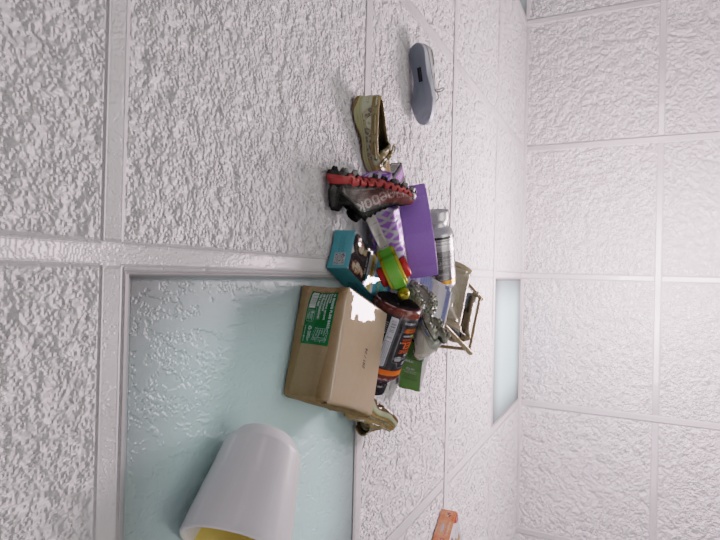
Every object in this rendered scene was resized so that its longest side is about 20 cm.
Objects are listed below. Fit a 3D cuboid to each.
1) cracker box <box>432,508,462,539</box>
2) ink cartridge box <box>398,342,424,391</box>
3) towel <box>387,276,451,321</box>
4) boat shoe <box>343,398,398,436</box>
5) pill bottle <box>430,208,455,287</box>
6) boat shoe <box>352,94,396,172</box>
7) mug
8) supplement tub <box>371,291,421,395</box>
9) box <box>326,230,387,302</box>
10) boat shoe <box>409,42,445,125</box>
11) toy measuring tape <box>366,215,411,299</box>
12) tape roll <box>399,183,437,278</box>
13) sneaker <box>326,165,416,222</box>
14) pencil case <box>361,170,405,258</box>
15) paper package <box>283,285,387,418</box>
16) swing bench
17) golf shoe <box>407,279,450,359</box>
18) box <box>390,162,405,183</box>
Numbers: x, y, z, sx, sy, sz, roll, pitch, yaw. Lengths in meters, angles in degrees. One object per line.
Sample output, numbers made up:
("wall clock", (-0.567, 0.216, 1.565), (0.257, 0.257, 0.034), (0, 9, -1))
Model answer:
("cracker box", (0.277, 0.875, 1.764), (0.134, 0.057, 0.203), (-54, 137, -51))
("ink cartridge box", (0.134, 0.199, 1.375), (0.202, 0.058, 0.105), (87, 19, -50))
("towel", (0.117, 0.063, 1.296), (0.197, 0.024, 0.149), (26, 58, -12))
("boat shoe", (0.015, 0.317, 1.202), (0.200, 0.071, 0.077), (47, 64, -46))
("pill bottle", (0.192, -0.056, 1.483), (0.116, 0.114, 0.205), (-26, 114, -61))
("boat shoe", (0.037, -0.279, 1.209), (0.074, 0.061, 0.202), (-65, 146, -40))
("mug", (-0.161, 0.309, 0.782), (0.148, 0.186, 0.155), (33, 46, -22))
("supplement tub", (0.049, 0.154, 1.168), (0.106, 0.106, 0.204), (-11, 122, -63))
("box", (0.000, 0.000, 1.159), (0.200, 0.048, 0.084), (48, 49, -56))
("boat shoe", (0.178, -0.487, 1.475), (0.085, 0.074, 0.207), (-14, 98, -46))
("toy measuring tape", (0.052, -0.032, 1.130), (0.073, 0.073, 0.203), (-36, 104, -58))
("tape roll", (0.126, -0.087, 1.243), (0.200, 0.064, 0.205), (-10, 90, -84))
("sneaker", (0.020, -0.142, 1.104), (0.197, 0.071, 0.100), (5, 100, -28))
("pencil case", (0.044, -0.113, 1.217), (0.085, 0.083, 0.204), (-31, 120, -36))
("paper package", (-0.040, 0.149, 1.023), (0.190, 0.101, 0.204), (39, 57, -59))
("swing bench", (0.261, 0.104, 1.618), (0.201, 0.127, 0.202), (58, 41, -48))
("golf shoe", (0.125, 0.104, 1.223), (0.077, 0.098, 0.202), (24, 31, -22))
("box", (0.084, -0.133, 1.345), (0.144, 0.035, 0.203), (-59, 143, -46))
